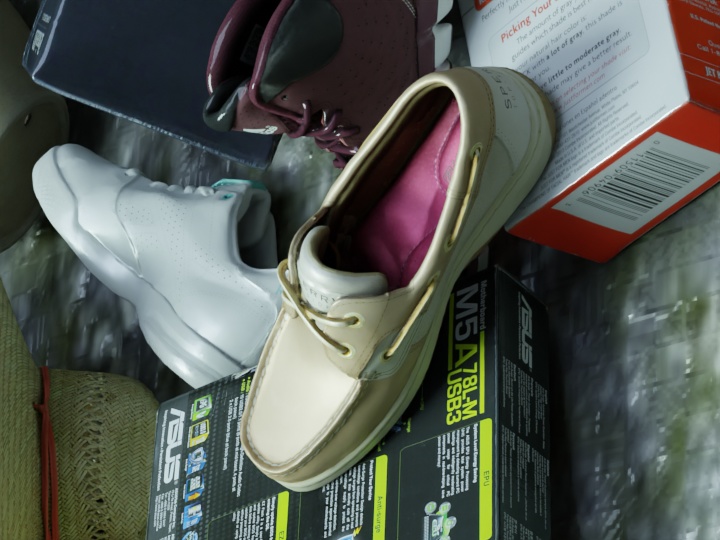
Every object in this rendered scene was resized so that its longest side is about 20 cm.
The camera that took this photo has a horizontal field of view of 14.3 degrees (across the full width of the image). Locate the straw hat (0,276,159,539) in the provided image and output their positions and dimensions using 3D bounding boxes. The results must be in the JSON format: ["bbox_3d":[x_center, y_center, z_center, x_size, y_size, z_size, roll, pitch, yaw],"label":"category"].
[{"bbox_3d":[-0.134,0.092,1.379,0.201,0.085,0.202,180,90,-86],"label":"straw hat"}]

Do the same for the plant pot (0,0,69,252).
[{"bbox_3d":[-0.234,-0.075,1.518,0.134,0.200,0.201,25,96,17],"label":"plant pot"}]

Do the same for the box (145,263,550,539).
[{"bbox_3d":[-0.009,0.116,1.209,0.193,0.048,0.200,-22,48,28],"label":"box"}]

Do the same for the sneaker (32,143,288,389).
[{"bbox_3d":[-0.085,-0.017,1.399,0.089,0.075,0.200,-50,48,6],"label":"sneaker"}]

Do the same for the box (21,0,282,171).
[{"bbox_3d":[-0.069,-0.163,1.328,0.197,0.117,0.200,-144,75,-80],"label":"box"}]

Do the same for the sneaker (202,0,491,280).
[{"bbox_3d":[-0.014,-0.055,1.224,0.076,0.115,0.200,15,120,51],"label":"sneaker"}]

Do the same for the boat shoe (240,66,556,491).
[{"bbox_3d":[0.000,0.000,1.168,0.074,0.069,0.200,38,105,31],"label":"boat shoe"}]

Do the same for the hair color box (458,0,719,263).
[{"bbox_3d":[0.100,-0.118,1.211,0.111,0.064,0.200,-36,52,38],"label":"hair color box"}]
